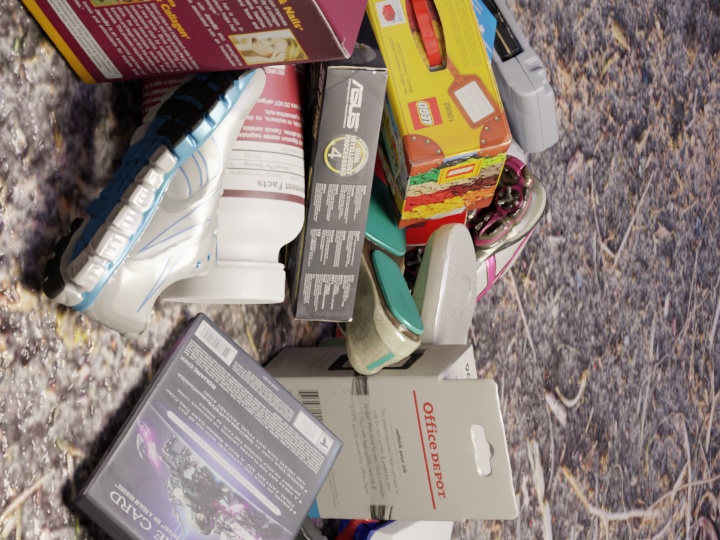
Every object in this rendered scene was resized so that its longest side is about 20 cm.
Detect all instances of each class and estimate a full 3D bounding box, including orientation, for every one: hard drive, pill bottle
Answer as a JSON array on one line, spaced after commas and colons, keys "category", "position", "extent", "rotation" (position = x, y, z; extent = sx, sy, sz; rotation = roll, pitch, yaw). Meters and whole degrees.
[{"category": "hard drive", "position": [0.030, 0.260, 1.707], "extent": [0.200, 0.025, 0.133], "rotation": [-4, 105, -74]}, {"category": "pill bottle", "position": [-0.093, -0.080, 1.449], "extent": [0.113, 0.112, 0.202], "rotation": [8, 82, -63]}]

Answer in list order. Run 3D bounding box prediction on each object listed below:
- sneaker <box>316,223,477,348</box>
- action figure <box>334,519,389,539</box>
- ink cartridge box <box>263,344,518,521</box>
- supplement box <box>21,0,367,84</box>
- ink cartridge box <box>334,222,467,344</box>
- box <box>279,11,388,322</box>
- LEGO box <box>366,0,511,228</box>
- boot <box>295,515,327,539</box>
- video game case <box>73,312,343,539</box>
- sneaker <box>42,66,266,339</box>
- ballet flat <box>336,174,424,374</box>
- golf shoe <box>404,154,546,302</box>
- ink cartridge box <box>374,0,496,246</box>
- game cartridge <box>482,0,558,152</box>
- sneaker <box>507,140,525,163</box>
[{"category": "sneaker", "position": [0.018, 0.049, 1.646], "extent": [0.074, 0.118, 0.202], "rotation": [-17, 122, -60]}, {"category": "action figure", "position": [-0.001, 0.203, 1.697], "extent": [0.065, 0.051, 0.201], "rotation": [49, 48, -59]}, {"category": "ink cartridge box", "position": [0.028, 0.120, 1.583], "extent": [0.068, 0.199, 0.117], "rotation": [-40, 124, -57]}, {"category": "supplement box", "position": [-0.104, -0.189, 1.333], "extent": [0.111, 0.199, 0.086], "rotation": [55, 41, -47]}, {"category": "ink cartridge box", "position": [0.041, 0.013, 1.796], "extent": [0.173, 0.043, 0.202], "rotation": [36, 56, -60]}, {"category": "box", "position": [-0.026, -0.090, 1.515], "extent": [0.162, 0.049, 0.201], "rotation": [-103, -162, -59]}, {"category": "LEGO box", "position": [0.043, -0.153, 1.578], "extent": [0.149, 0.077, 0.201], "rotation": [98, -22, -73]}, {"category": "boot", "position": [-0.079, 0.234, 1.503], "extent": [0.199, 0.073, 0.163], "rotation": [64, 32, -27]}, {"category": "video game case", "position": [-0.098, 0.136, 1.445], "extent": [0.143, 0.019, 0.200], "rotation": [43, 40, -12]}, {"category": "sneaker", "position": [-0.115, -0.044, 1.368], "extent": [0.087, 0.075, 0.201], "rotation": [40, 82, -28]}, {"category": "ballet flat", "position": [0.000, 0.000, 1.592], "extent": [0.067, 0.062, 0.201], "rotation": [36, 25, -28]}, {"category": "golf shoe", "position": [0.080, 0.003, 1.724], "extent": [0.200, 0.073, 0.092], "rotation": [-47, 150, 1]}, {"category": "ink cartridge box", "position": [0.034, -0.123, 1.706], "extent": [0.067, 0.115, 0.201], "rotation": [43, 50, -56]}, {"category": "game cartridge", "position": [0.107, -0.200, 1.822], "extent": [0.201, 0.041, 0.133], "rotation": [62, 1, 23]}, {"category": "sneaker", "position": [0.079, -0.133, 1.806], "extent": [0.115, 0.075, 0.201], "rotation": [47, 26, -51]}]
